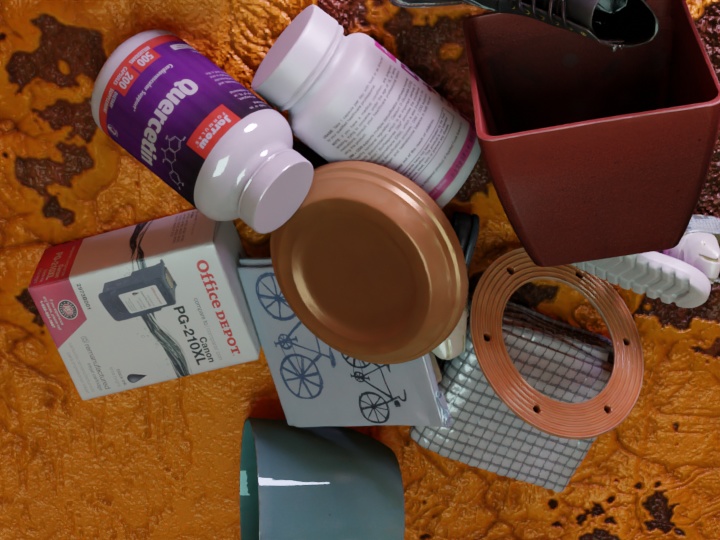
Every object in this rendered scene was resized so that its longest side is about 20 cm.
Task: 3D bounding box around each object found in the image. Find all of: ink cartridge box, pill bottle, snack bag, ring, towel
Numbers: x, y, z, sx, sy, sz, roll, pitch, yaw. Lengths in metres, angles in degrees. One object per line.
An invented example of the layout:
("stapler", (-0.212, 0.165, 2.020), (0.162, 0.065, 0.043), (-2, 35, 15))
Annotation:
("ink cartridge box", (-0.211, 0.033, 1.301), (0.199, 0.085, 0.145), (-14, 120, 10))
("pill bottle", (0.006, -0.144, 1.175), (0.200, 0.114, 0.113), (36, 115, -19))
("snack bag", (-0.016, 0.069, 1.251), (0.199, 0.021, 0.190), (-4, 113, 32))
("ring", (0.193, 0.071, 1.263), (0.199, 0.201, 0.019), (25, 147, -13))
("pill bottle", (-0.139, -0.122, 1.146), (0.200, 0.112, 0.113), (38, 121, 20))
("towel", (0.163, 0.124, 1.339), (0.199, 0.086, 0.166), (19, 112, -21))

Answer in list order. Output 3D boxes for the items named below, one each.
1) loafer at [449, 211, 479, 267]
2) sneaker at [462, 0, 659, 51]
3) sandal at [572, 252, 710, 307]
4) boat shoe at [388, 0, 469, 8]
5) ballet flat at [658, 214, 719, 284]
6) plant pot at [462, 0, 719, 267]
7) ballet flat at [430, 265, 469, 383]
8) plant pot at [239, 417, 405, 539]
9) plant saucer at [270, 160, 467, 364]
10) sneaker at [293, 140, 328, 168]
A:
("loafer", (0.062, 0.023, 1.300), (0.063, 0.072, 0.201), (18, 122, -5))
("sneaker", (0.145, -0.236, 1.040), (0.199, 0.106, 0.075), (9, 115, -8))
("sandal", (0.252, -0.026, 1.264), (0.202, 0.050, 0.083), (29, 155, 7))
("boat shoe", (0.114, -0.273, 1.120), (0.199, 0.073, 0.075), (-15, 119, 10))
("ballet flat", (0.367, -0.011, 1.268), (0.199, 0.071, 0.070), (8, 121, -3))
("plant pot", (0.207, -0.118, 1.149), (0.198, 0.201, 0.177), (-9, 130, 7))
("ballet flat", (0.063, 0.073, 1.249), (0.068, 0.076, 0.200), (-6, 145, -36))
("plant pot", (-0.041, 0.256, 1.373), (0.160, 0.201, 0.202), (0, 121, -12))
("plant saucer", (0.000, 0.000, 1.168), (0.199, 0.037, 0.201), (13, 119, 24))
("sneaker", (-0.049, -0.065, 1.256), (0.199, 0.067, 0.090), (24, 126, -12))
